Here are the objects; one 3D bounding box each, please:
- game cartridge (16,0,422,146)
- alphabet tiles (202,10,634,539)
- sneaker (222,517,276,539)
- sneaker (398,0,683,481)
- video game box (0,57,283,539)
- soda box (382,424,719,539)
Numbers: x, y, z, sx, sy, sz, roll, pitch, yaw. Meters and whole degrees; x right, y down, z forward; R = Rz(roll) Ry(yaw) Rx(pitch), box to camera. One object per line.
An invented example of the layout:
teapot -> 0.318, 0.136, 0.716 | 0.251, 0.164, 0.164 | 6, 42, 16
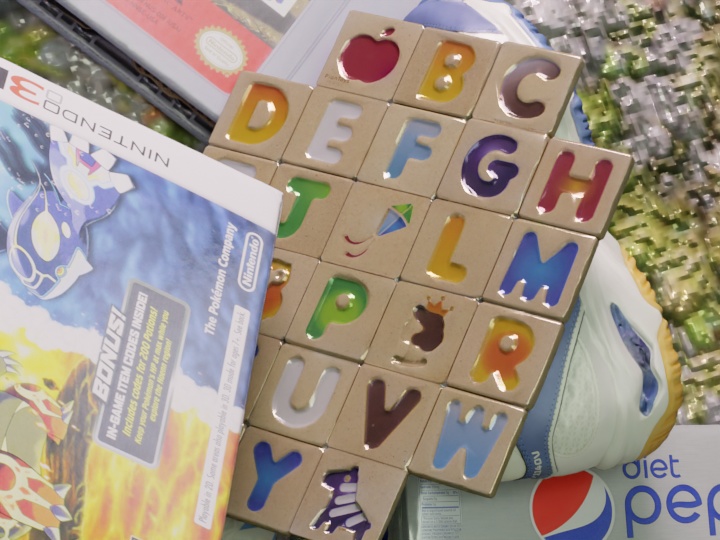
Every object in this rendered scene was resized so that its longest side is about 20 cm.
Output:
game cartridge -> -0.060, -0.131, 1.007 | 0.200, 0.041, 0.133 | 37, 67, -5
alphabet tiles -> 0.000, 0.000, 0.916 | 0.166, 0.006, 0.201 | 15, 71, 29
sneaker -> -0.066, 0.113, 0.938 | 0.072, 0.073, 0.201 | 17, 59, -3
sneaker -> 0.044, -0.017, 0.941 | 0.088, 0.075, 0.200 | -14, 64, -18
video game box -> -0.123, 0.015, 0.826 | 0.182, 0.047, 0.200 | 23, 44, -15
soda box -> 0.103, 0.095, 0.979 | 0.199, 0.068, 0.064 | 0, 77, -14
